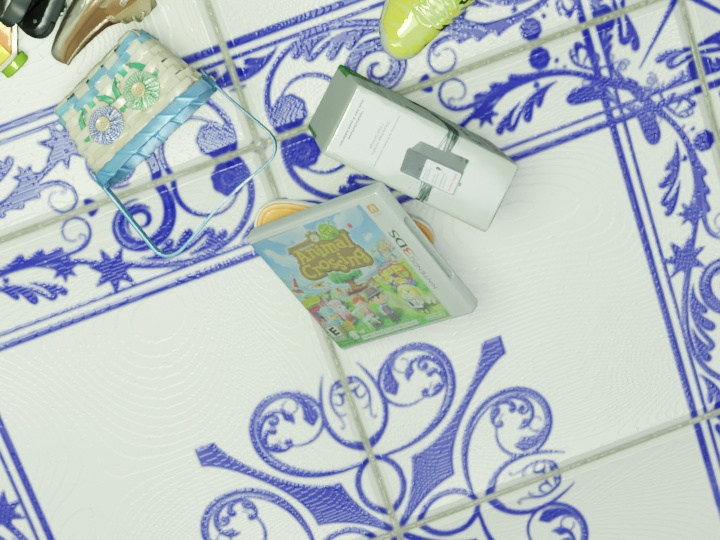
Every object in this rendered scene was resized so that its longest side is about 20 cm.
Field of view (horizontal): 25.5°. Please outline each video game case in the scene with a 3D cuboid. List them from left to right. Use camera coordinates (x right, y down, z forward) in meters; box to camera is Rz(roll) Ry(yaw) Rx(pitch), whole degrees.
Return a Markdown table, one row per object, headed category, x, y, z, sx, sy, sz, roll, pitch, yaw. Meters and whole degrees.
| category | x | y | z | sx | sy | sz | roll | pitch | yaw |
| --- | --- | --- | --- | --- | --- | --- | --- | --- | --- |
| video game case | 0.000 | 0.000 | 1.724 | 0.199 | 0.022 | 0.182 | -18 | 123 | 41 |

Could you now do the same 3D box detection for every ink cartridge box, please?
| category | x | y | z | sx | sy | sz | roll | pitch | yaw |
| --- | --- | --- | --- | --- | --- | --- | --- | --- | --- |
| ink cartridge box | 0.055 | -0.131 | 1.700 | 0.199 | 0.147 | 0.083 | 25 | 100 | -15 |

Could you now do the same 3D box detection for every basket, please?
| category | x | y | z | sx | sy | sz | roll | pitch | yaw |
| --- | --- | --- | --- | --- | --- | --- | --- | --- | --- |
| basket | -0.210 | -0.137 | 1.664 | 0.200 | 0.139 | 0.176 | 44 | 96 | -7 |

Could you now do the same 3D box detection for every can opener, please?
| category | x | y | z | sx | sy | sz | roll | pitch | yaw |
| --- | --- | --- | --- | --- | --- | --- | --- | --- | --- |
| can opener | -0.305 | -0.331 | 1.619 | 0.063 | 0.079 | 0.201 | 24 | 86 | 11 |

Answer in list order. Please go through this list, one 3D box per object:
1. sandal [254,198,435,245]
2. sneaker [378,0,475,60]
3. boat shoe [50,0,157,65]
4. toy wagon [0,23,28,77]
| category | x | y | z | sx | sy | sz | roll | pitch | yaw |
| --- | --- | --- | --- | --- | --- | --- | --- | --- | --- |
| sandal | -0.016 | -0.029 | 1.765 | 0.205 | 0.059 | 0.080 | 8 | 106 | -10 |
| sneaker | 0.093 | -0.306 | 1.688 | 0.075 | 0.076 | 0.200 | 38 | 100 | -18 |
| boat shoe | -0.245 | -0.288 | 1.650 | 0.072 | 0.076 | 0.200 | 37 | 100 | -18 |
| toy wagon | -0.418 | -0.257 | 1.652 | 0.200 | 0.040 | 0.155 | -43 | 108 | 6 |
